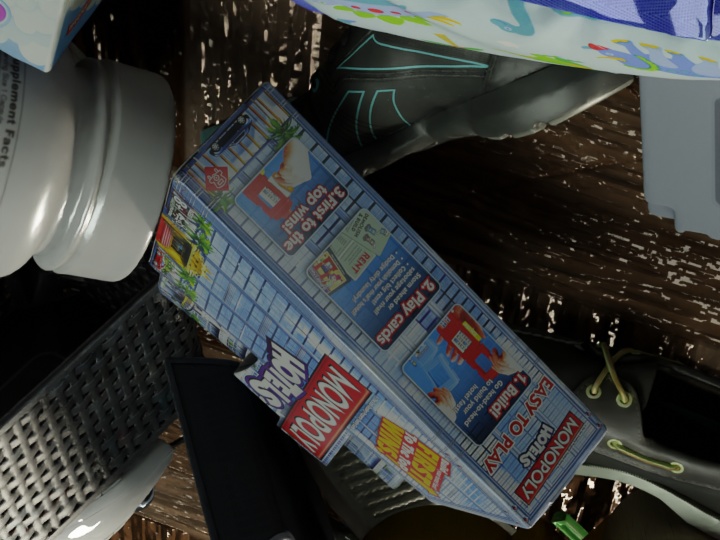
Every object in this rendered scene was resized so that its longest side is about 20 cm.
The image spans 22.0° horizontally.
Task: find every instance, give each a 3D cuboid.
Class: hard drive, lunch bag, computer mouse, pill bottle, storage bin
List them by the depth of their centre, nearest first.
[{"bbox_3d":[0.075,-0.120,0.594,0.170,0.200,0.128,12,118,20],"label":"lunch bag"},{"bbox_3d":[-0.187,-0.059,0.777,0.200,0.113,0.113,12,147,-26],"label":"pill bottle"},{"bbox_3d":[-0.189,0.058,0.931,0.135,0.200,0.094,25,145,30],"label":"storage bin"},{"bbox_3d":[-0.043,0.134,0.946,0.042,0.135,0.200,-20,147,2],"label":"hard drive"},{"bbox_3d":[-0.134,0.124,1.005,0.044,0.200,0.110,57,144,16],"label":"computer mouse"}]

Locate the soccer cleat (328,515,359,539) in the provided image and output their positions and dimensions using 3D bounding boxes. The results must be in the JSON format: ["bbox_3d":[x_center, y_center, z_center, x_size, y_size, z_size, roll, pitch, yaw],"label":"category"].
[{"bbox_3d":[0.018,0.206,1.108,0.200,0.070,0.086,36,156,-7],"label":"soccer cleat"}]

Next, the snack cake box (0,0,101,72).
[{"bbox_3d":[-0.183,-0.180,0.752,0.200,0.115,0.067,27,140,2],"label":"snack cake box"}]

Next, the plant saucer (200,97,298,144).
[{"bbox_3d":[0.000,0.000,0.921,0.070,0.019,0.200,-15,126,40],"label":"plant saucer"}]

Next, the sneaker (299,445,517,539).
[{"bbox_3d":[0.029,0.151,1.027,0.200,0.074,0.082,45,142,-14],"label":"sneaker"}]

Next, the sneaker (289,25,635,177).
[{"bbox_3d":[0.025,-0.088,0.785,0.200,0.075,0.079,-15,103,41],"label":"sneaker"}]

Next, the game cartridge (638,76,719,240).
[{"bbox_3d":[0.209,-0.052,0.721,0.200,0.040,0.133,11,148,18],"label":"game cartridge"}]

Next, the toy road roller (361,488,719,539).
[{"bbox_3d":[0.083,0.167,0.922,0.200,0.123,0.146,-42,102,16],"label":"toy road roller"}]

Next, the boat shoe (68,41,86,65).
[{"bbox_3d":[-0.193,-0.124,0.852,0.200,0.071,0.069,35,142,-7],"label":"boat shoe"}]

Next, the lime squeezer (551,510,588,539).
[{"bbox_3d":[0.157,0.217,1.036,0.038,0.071,0.200,-12,98,58],"label":"lime squeezer"}]

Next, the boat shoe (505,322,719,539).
[{"bbox_3d":[0.131,0.066,0.881,0.201,0.072,0.061,23,133,-2],"label":"boat shoe"}]

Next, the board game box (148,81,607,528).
[{"bbox_3d":[0.000,0.039,0.815,0.200,0.062,0.200,40,158,5],"label":"board game box"}]
